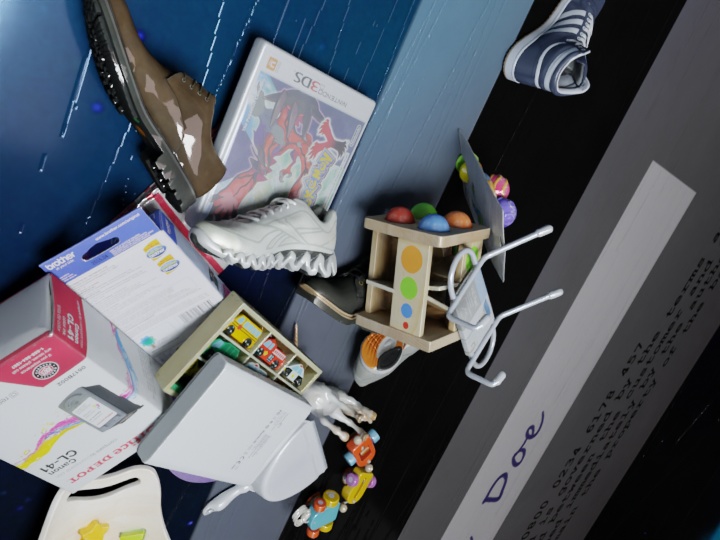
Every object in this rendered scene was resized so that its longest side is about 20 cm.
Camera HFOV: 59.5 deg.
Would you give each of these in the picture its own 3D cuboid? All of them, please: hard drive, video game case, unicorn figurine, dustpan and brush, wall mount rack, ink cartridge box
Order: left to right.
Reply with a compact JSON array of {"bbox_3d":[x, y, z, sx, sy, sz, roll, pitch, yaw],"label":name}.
[{"bbox_3d":[-0.301,0.121,0.632,0.145,0.086,0.202,-32,137,0],"label":"ink cartridge box"},{"bbox_3d":[-0.221,0.016,0.662,0.117,0.043,0.201,-27,140,3],"label":"ink cartridge box"},{"bbox_3d":[-0.146,0.181,0.729,0.133,0.026,0.200,-49,146,-4],"label":"hard drive"},{"bbox_3d":[-0.150,0.319,0.970,0.198,0.057,0.142,-37,136,-28],"label":"dustpan and brush"},{"bbox_3d":[-0.083,-0.125,0.702,0.180,0.023,0.204,10,110,-50],"label":"video game case"},{"bbox_3d":[-0.048,0.186,0.922,0.074,0.136,0.202,-47,154,-18],"label":"unicorn figurine"},{"bbox_3d":[0.181,0.040,0.797,0.175,0.073,0.203,-51,138,-25],"label":"wall mount rack"}]

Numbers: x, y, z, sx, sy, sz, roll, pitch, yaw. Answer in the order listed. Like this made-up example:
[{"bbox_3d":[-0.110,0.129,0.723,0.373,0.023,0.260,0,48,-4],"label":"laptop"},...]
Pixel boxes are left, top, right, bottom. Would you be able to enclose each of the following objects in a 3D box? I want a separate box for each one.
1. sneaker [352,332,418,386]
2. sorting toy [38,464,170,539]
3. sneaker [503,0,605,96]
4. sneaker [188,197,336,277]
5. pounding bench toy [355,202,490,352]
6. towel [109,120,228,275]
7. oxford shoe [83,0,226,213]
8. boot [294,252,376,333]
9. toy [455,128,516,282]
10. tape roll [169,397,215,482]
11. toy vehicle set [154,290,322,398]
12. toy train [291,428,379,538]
[{"bbox_3d":[0.057,0.115,1.010,0.197,0.076,0.093,-25,161,-39],"label":"sneaker"},{"bbox_3d":[-0.324,0.332,0.781,0.196,0.106,0.185,2,110,-43],"label":"sorting toy"},{"bbox_3d":[0.304,-0.321,0.885,0.199,0.108,0.071,-42,139,-11],"label":"sneaker"},{"bbox_3d":[-0.098,-0.042,0.684,0.197,0.074,0.084,5,102,-51],"label":"sneaker"},{"bbox_3d":[0.105,-0.007,0.847,0.197,0.122,0.161,-12,112,-49],"label":"pounding bench toy"},{"bbox_3d":[-0.157,-0.071,0.700,0.200,0.023,0.145,-45,140,-10],"label":"towel"},{"bbox_3d":[-0.181,-0.160,0.573,0.084,0.072,0.203,-36,132,-21],"label":"oxford shoe"},{"bbox_3d":[0.000,0.000,0.868,0.141,0.077,0.199,-60,152,4],"label":"boot"},{"bbox_3d":[0.179,-0.098,0.861,0.046,0.203,0.117,-14,132,-2],"label":"toy"},{"bbox_3d":[-0.176,0.174,0.823,0.196,0.065,0.205,-23,131,-29],"label":"tape roll"},{"bbox_3d":[-0.135,0.122,0.746,0.125,0.026,0.201,-47,143,-7],"label":"toy vehicle set"},{"bbox_3d":[-0.043,0.361,1.095,0.199,0.055,0.152,-42,138,-16],"label":"toy train"}]
